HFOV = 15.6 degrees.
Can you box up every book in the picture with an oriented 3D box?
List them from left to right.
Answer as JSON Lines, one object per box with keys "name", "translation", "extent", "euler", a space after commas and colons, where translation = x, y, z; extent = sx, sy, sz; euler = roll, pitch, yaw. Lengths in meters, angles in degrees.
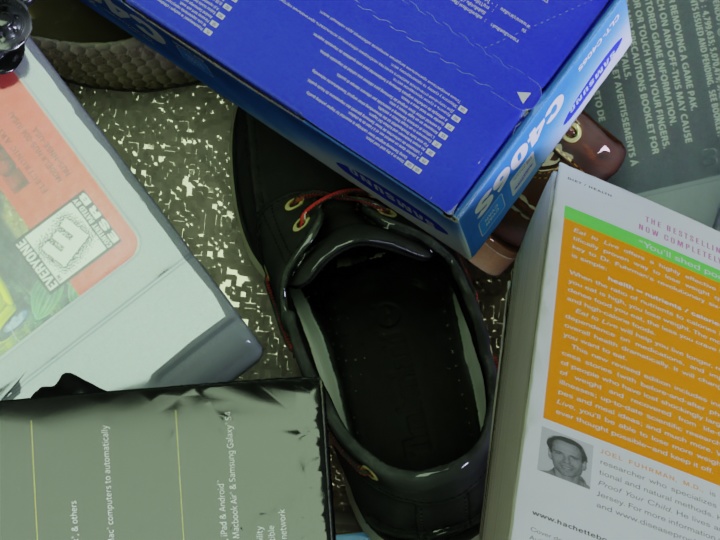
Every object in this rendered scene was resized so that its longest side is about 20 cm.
{"name": "book", "translation": [0.106, 0.056, 0.772], "extent": [0.133, 0.200, 0.048], "euler": [20, 121, -4]}

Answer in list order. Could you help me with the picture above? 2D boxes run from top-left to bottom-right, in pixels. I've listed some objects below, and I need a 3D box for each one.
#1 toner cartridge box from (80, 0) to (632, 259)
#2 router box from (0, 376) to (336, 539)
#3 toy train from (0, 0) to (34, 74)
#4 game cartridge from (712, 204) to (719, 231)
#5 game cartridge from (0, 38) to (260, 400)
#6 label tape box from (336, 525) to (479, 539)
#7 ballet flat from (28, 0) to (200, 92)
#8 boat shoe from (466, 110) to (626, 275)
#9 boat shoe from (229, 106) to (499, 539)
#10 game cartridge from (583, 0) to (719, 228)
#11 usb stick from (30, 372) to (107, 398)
{"name": "toner cartridge box", "translation": [-0.018, -0.098, 0.874], "extent": [0.200, 0.043, 0.095], "euler": [35, 81, 18]}
{"name": "router box", "translation": [-0.076, 0.136, 0.775], "extent": [0.148, 0.051, 0.201], "euler": [-4, 83, -1]}
{"name": "toy train", "translation": [-0.100, -0.121, 0.844], "extent": [0.046, 0.034, 0.201], "euler": [33, 74, -3]}
{"name": "game cartridge", "translation": [0.176, 0.026, 0.889], "extent": [0.132, 0.042, 0.201], "euler": [18, 85, 2]}
{"name": "game cartridge", "translation": [-0.143, -0.011, 0.868], "extent": [0.133, 0.041, 0.200], "euler": [-38, 92, -5]}
{"name": "label tape box", "translation": [0.031, 0.190, 0.907], "extent": [0.143, 0.063, 0.201], "euler": [-4, 81, -4]}
{"name": "ballet flat", "translation": [-0.118, -0.103, 0.934], "extent": [0.199, 0.046, 0.068], "euler": [2, 57, -13]}
{"name": "boat shoe", "translation": [0.017, -0.096, 0.929], "extent": [0.070, 0.070, 0.200], "euler": [-42, 77, 20]}
{"name": "boat shoe", "translation": [0.003, -0.001, 0.908], "extent": [0.073, 0.063, 0.202], "euler": [-15, 59, -7]}
{"name": "game cartridge", "translation": [0.113, -0.097, 0.948], "extent": [0.132, 0.041, 0.201], "euler": [-12, 82, 18]}
{"name": "usb stick", "translation": [-0.124, 0.129, 0.830], "extent": [0.055, 0.033, 0.201], "euler": [30, 89, -20]}
